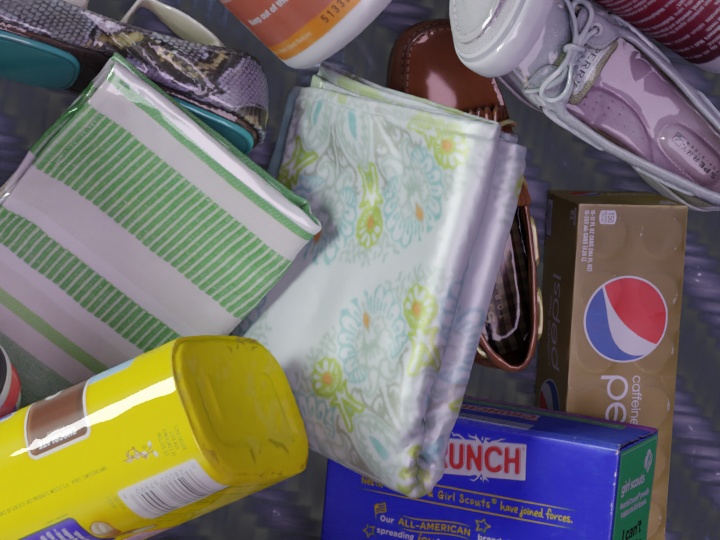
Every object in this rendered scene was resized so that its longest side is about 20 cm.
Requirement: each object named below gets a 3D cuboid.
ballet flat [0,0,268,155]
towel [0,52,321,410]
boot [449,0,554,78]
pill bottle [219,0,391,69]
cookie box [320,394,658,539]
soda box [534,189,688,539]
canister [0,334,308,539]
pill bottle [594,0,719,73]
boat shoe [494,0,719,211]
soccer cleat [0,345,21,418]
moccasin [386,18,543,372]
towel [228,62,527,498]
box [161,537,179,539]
[{"bbox_3d":[-0.141,-0.122,1.109,0.200,0.072,0.072,19,95,-15],"label":"ballet flat"},{"bbox_3d":[-0.136,0.000,1.110,0.152,0.023,0.200,37,111,-16],"label":"towel"},{"bbox_3d":[0.052,-0.203,1.057,0.095,0.073,0.200,23,63,-34],"label":"boot"},{"bbox_3d":[-0.065,-0.210,1.079,0.200,0.112,0.112,43,88,-16],"label":"pill bottle"},{"bbox_3d":[0.067,0.175,1.153,0.171,0.075,0.200,9,99,23],"label":"cookie box"},{"bbox_3d":[0.142,0.056,1.195,0.068,0.064,0.200,1,100,-12],"label":"soda box"},{"bbox_3d":[-0.142,0.106,1.061,0.200,0.148,0.087,-24,80,18],"label":"canister"},{"bbox_3d":[0.186,-0.177,1.141,0.200,0.110,0.110,30,92,-18],"label":"pill bottle"},{"bbox_3d":[0.146,-0.101,1.169,0.202,0.065,0.074,39,89,-15],"label":"boat shoe"},{"bbox_3d":[-0.278,0.051,1.097,0.200,0.073,0.068,10,72,6],"label":"soccer cleat"},{"bbox_3d":[0.060,-0.040,1.153,0.073,0.078,0.202,-10,101,-11],"label":"moccasin"},{"bbox_3d":[0.000,0.000,1.100,0.048,0.171,0.200,10,98,-39],"label":"towel"},{"bbox_3d":[-0.112,0.238,1.067,0.200,0.192,0.122,-21,105,-36],"label":"box"}]
